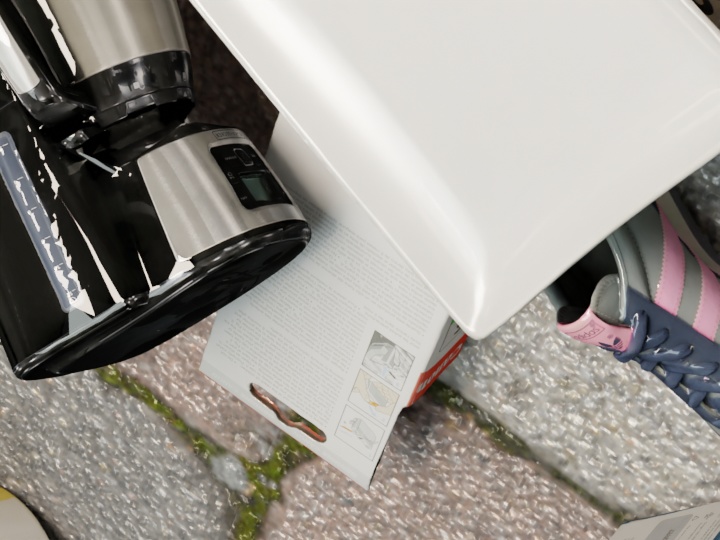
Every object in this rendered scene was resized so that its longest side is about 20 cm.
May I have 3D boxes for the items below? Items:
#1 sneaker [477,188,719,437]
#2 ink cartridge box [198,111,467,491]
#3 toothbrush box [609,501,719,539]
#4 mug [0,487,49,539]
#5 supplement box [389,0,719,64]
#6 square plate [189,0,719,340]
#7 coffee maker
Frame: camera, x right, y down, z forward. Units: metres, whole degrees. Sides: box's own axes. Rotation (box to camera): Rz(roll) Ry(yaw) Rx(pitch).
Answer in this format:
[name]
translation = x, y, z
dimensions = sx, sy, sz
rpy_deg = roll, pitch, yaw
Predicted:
[sneaker]
translation = 0.121, 0.023, 1.102
dimensions = 0.200, 0.082, 0.070
rpy_deg = 48, 137, -2
[ink cartridge box]
translation = 0.000, 0.000, 1.206
dimensions = 0.109, 0.050, 0.200
rpy_deg = 35, 137, 13
[toothbrush box]
translation = 0.162, 0.225, 1.175
dimensions = 0.085, 0.146, 0.200
rpy_deg = -17, 108, 45
[mug]
translation = -0.280, 0.190, 1.460
dimensions = 0.186, 0.153, 0.150
rpy_deg = 21, 105, 35
[supplement box]
translation = 0.094, -0.145, 1.004
dimensions = 0.200, 0.074, 0.126
rpy_deg = -26, 102, 46
[square plate]
translation = 0.040, -0.094, 1.007
dimensions = 0.198, 0.028, 0.200
rpy_deg = 51, 137, 2
[coffee maker]
translation = -0.138, -0.057, 1.168
dimensions = 0.192, 0.135, 0.200
rpy_deg = -32, 79, 46
